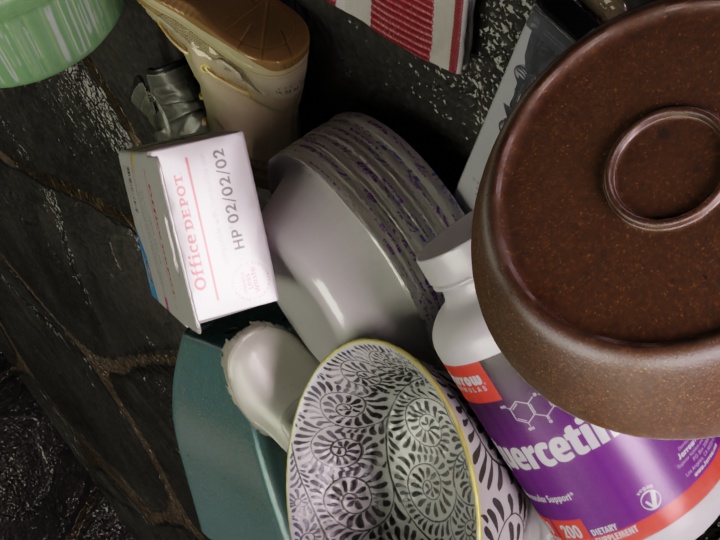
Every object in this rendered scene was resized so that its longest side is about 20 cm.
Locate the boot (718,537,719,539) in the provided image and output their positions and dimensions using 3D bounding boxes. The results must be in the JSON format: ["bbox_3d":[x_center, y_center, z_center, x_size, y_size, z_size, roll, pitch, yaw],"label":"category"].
[{"bbox_3d":[0.282,0.204,0.633,0.199,0.072,0.156,30,138,19],"label":"boot"}]

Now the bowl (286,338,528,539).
[{"bbox_3d":[0.042,0.143,0.711,0.200,0.093,0.203,-2,88,54],"label":"bowl"}]

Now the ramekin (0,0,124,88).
[{"bbox_3d":[-0.282,-0.240,0.894,0.200,0.200,0.098,39,159,27],"label":"ramekin"}]

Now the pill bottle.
[{"bbox_3d":[0.115,0.057,0.627,0.201,0.112,0.112,57,155,-8],"label":"pill bottle"}]

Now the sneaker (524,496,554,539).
[{"bbox_3d":[0.134,0.192,0.703,0.081,0.076,0.201,-61,41,47],"label":"sneaker"}]

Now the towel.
[{"bbox_3d":[-0.007,-0.214,0.652,0.199,0.023,0.145,37,149,27],"label":"towel"}]

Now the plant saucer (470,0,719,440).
[{"bbox_3d":[0.127,-0.035,0.451,0.200,0.201,0.034,28,175,41],"label":"plant saucer"}]

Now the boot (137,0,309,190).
[{"bbox_3d":[-0.112,-0.159,0.849,0.199,0.073,0.156,38,152,24],"label":"boot"}]

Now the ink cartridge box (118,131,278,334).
[{"bbox_3d":[-0.111,-0.032,0.773,0.200,0.067,0.116,-160,56,-71],"label":"ink cartridge box"}]

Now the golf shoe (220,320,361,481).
[{"bbox_3d":[-0.022,0.120,0.827,0.200,0.078,0.097,51,169,-18],"label":"golf shoe"}]

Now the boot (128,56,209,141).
[{"bbox_3d":[-0.167,-0.110,1.026,0.131,0.067,0.200,58,147,-1],"label":"boot"}]

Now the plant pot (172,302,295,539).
[{"bbox_3d":[-0.050,0.120,0.972,0.195,0.195,0.202,13,128,54],"label":"plant pot"}]

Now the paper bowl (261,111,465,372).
[{"bbox_3d":[0.000,0.000,0.790,0.201,0.104,0.201,50,164,21],"label":"paper bowl"}]

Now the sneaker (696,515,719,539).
[{"bbox_3d":[0.184,0.170,0.769,0.201,0.077,0.086,108,148,-55],"label":"sneaker"}]

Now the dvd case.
[{"bbox_3d":[0.127,-0.041,0.639,0.150,0.025,0.200,46,155,15],"label":"dvd case"}]
